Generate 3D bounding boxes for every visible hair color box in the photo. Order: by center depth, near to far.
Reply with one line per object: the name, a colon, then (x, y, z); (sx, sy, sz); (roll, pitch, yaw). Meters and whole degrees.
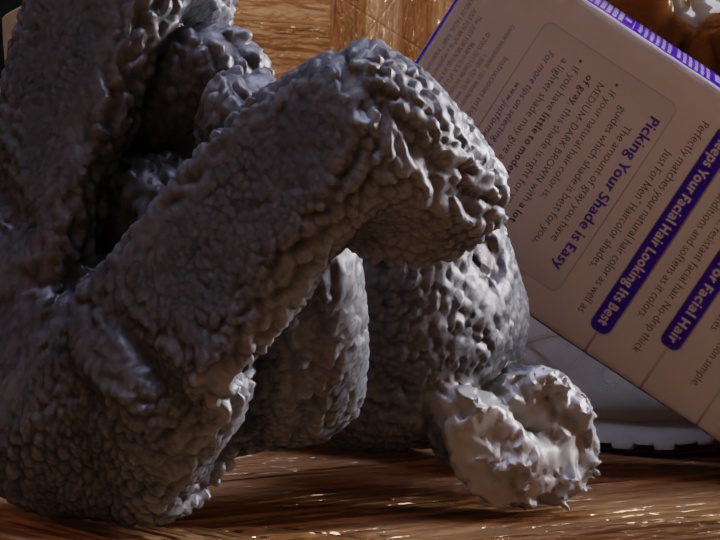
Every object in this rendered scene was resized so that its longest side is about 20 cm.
hair color box: (0.105, -0.024, 0.984); (0.200, 0.110, 0.065); (34, 11, 3)

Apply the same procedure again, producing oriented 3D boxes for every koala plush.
koala plush: (-0.020, 0.006, 0.858); (0.177, 0.184, 0.200); (39, 12, 38)

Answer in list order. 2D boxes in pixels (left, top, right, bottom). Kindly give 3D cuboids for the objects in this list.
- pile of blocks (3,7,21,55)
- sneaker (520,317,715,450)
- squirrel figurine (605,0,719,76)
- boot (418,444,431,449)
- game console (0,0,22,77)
pile of blocks: (-0.109, -0.073, 1.119); (0.082, 0.063, 0.200); (-4, -14, -8)
sneaker: (0.093, 0.029, 1.100); (0.199, 0.081, 0.076); (7, 4, 41)
squirrel figurine: (0.139, -0.061, 1.078); (0.186, 0.201, 0.142); (17, 36, -1)
boot: (-0.052, 0.032, 1.021); (0.154, 0.073, 0.200); (1, -2, -22)
game console: (-0.174, -0.044, 1.214); (0.176, 0.031, 0.200); (-32, -37, 9)
